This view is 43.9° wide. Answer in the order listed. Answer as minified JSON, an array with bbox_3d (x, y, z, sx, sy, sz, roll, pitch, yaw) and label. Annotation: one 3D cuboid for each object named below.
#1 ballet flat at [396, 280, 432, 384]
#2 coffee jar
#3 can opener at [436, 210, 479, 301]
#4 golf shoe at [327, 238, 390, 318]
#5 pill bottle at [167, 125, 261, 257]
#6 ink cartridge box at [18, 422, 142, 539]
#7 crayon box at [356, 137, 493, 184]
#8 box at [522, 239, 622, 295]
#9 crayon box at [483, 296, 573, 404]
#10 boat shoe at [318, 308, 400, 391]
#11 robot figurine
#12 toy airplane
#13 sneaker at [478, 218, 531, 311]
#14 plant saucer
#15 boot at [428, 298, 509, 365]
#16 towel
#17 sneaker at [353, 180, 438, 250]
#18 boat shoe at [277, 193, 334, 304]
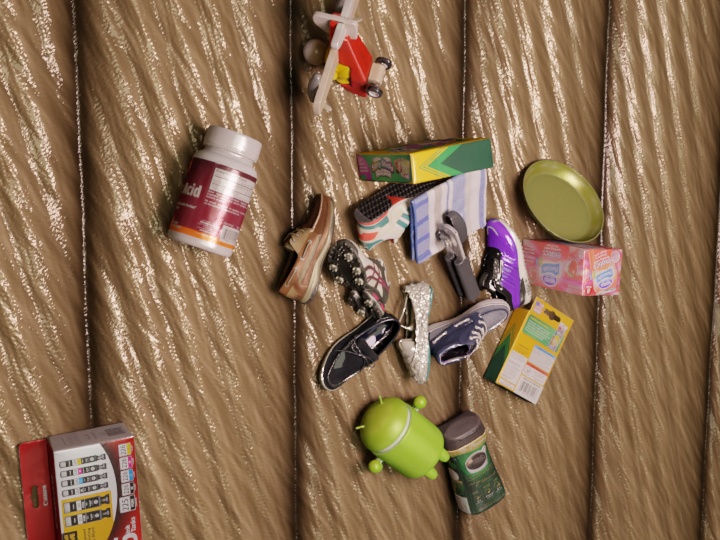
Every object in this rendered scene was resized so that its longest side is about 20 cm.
[{"bbox_3d":[0.100,0.120,1.754,0.071,0.072,0.202,4,87,-28],"label":"ballet flat"},{"bbox_3d":[0.223,0.393,1.843,0.104,0.085,0.201,-25,109,-20],"label":"coffee jar"},{"bbox_3d":[0.200,-0.024,1.759,0.066,0.053,0.201,-37,132,-19],"label":"can opener"},{"bbox_3d":[0.000,0.000,1.665,0.088,0.077,0.201,-61,145,-31],"label":"golf shoe"},{"bbox_3d":[-0.241,-0.133,1.505,0.114,0.114,0.202,19,88,-29],"label":"pill bottle"},{"bbox_3d":[-0.460,0.373,1.474,0.174,0.084,0.202,-8,101,-27],"label":"ink cartridge box"},{"bbox_3d":[0.115,-0.201,1.638,0.171,0.200,0.059,-15,103,-25],"label":"crayon box"},{"bbox_3d":[0.427,-0.009,1.832,0.102,0.200,0.096,0,97,-28],"label":"box"},{"bbox_3d":[0.359,0.167,1.904,0.125,0.051,0.201,30,83,-28],"label":"crayon box"},{"bbox_3d":[0.000,0.152,1.704,0.200,0.062,0.075,-42,116,-15],"label":"boat shoe"},{"bbox_3d":[0.081,0.325,1.740,0.200,0.116,0.176,40,83,-26],"label":"robot figurine"},{"bbox_3d":[-0.043,-0.386,1.562,0.200,0.140,0.201,-39,132,-54],"label":"toy airplane"},{"bbox_3d":[0.282,-0.003,1.829,0.099,0.069,0.202,-25,108,-20],"label":"sneaker"},{"bbox_3d":[0.415,-0.138,1.857,0.199,0.031,0.201,14,56,-21],"label":"plant saucer"},{"bbox_3d":[0.224,0.128,1.781,0.199,0.090,0.073,-24,123,-10],"label":"boot"},{"bbox_3d":[0.175,-0.110,1.745,0.199,0.024,0.148,-28,131,-30],"label":"towel"},{"bbox_3d":[0.069,-0.108,1.713,0.199,0.070,0.094,-31,137,-30],"label":"sneaker"},{"bbox_3d":[-0.100,-0.042,1.617,0.073,0.076,0.202,15,84,-20],"label":"boat shoe"}]
